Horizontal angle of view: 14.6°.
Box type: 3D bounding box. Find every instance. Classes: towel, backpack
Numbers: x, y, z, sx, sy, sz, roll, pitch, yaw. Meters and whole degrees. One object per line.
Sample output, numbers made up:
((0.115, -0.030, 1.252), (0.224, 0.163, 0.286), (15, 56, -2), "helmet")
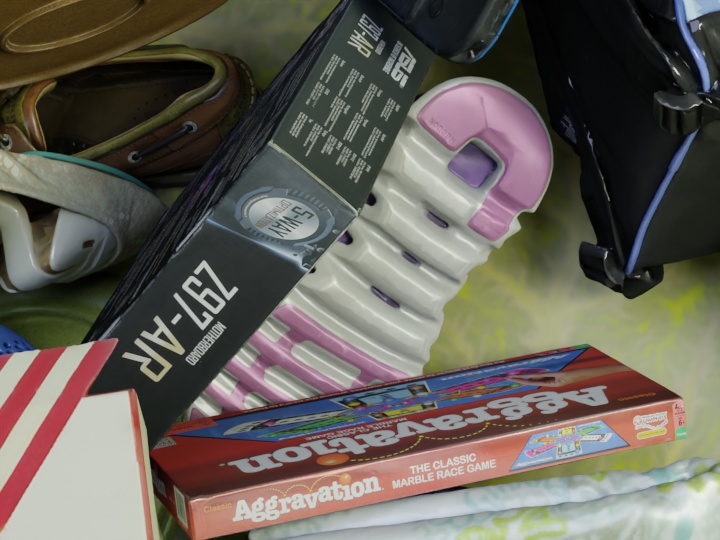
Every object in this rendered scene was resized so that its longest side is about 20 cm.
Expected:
((0.057, 0.166, 1.070), (0.199, 0.048, 0.172), (-9, 109, 11), "towel")
((0.140, -0.125, 1.136), (0.146, 0.183, 0.201), (-14, 64, -14), "backpack")

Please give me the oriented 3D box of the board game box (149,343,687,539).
((0.017, 0.065, 1.104), (0.199, 0.103, 0.020), (-11, 105, -16), "board game box")

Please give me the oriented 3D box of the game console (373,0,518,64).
((0.001, -0.203, 1.086), (0.171, 0.118, 0.200), (-61, 36, 13), "game console")

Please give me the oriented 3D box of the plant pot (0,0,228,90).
((-0.119, -0.111, 1.136), (0.199, 0.200, 0.028), (-21, 81, 8), "plant pot")

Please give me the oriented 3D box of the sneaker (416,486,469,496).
((0.047, 0.121, 1.119), (0.199, 0.091, 0.076), (8, 72, 18), "sneaker")

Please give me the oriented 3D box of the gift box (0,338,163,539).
((-0.129, 0.147, 1.005), (0.199, 0.187, 0.185), (-14, 57, -4), "gift box")

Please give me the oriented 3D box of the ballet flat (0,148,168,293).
((-0.158, -0.021, 1.183), (0.067, 0.200, 0.063), (-29, 58, 34), "ballet flat")

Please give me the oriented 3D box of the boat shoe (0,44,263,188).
((-0.142, -0.066, 1.253), (0.199, 0.068, 0.072), (-14, 68, 11), "boat shoe")

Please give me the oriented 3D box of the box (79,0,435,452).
((-0.044, -0.023, 1.117), (0.043, 0.200, 0.160), (38, 117, -7), "box")

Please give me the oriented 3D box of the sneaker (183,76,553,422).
((0.000, 0.000, 1.186), (0.080, 0.088, 0.200), (37, 96, -17), "sneaker")

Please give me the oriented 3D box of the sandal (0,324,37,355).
((-0.208, 0.016, 1.192), (0.199, 0.079, 0.087), (21, 109, 20), "sandal")

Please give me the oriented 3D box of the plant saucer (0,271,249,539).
((-0.142, 0.090, 1.218), (0.199, 0.031, 0.201), (-5, 70, 15), "plant saucer")
